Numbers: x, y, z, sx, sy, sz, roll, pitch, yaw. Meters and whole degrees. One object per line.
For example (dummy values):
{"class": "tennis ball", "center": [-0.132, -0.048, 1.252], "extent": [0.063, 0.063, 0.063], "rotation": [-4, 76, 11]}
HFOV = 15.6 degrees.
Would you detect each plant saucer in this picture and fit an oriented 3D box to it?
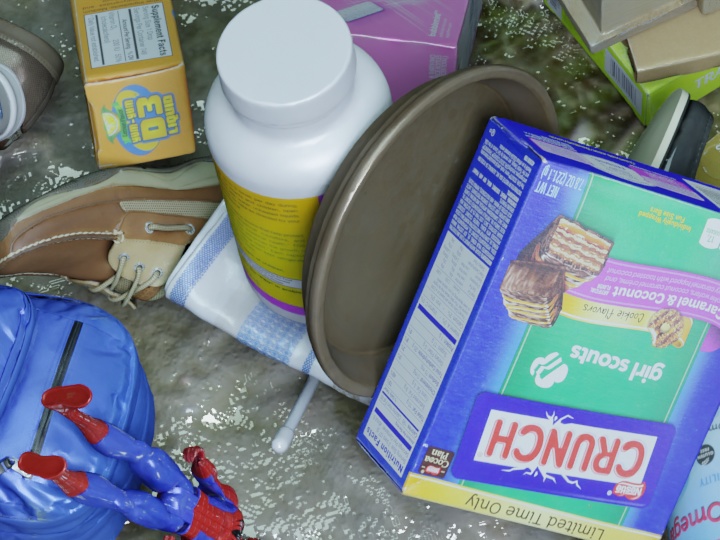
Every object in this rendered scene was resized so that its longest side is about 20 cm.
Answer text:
{"class": "plant saucer", "center": [0.036, -0.024, 1.439], "extent": [0.029, 0.200, 0.200], "rotation": [31, 66, 33]}

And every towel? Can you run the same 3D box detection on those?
{"class": "towel", "center": [0.000, 0.000, 1.548], "extent": [0.199, 0.024, 0.147], "rotation": [27, 66, 18]}

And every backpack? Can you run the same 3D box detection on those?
{"class": "backpack", "center": [-0.224, 0.085, 1.512], "extent": [0.199, 0.168, 0.163], "rotation": [14, 69, 6]}

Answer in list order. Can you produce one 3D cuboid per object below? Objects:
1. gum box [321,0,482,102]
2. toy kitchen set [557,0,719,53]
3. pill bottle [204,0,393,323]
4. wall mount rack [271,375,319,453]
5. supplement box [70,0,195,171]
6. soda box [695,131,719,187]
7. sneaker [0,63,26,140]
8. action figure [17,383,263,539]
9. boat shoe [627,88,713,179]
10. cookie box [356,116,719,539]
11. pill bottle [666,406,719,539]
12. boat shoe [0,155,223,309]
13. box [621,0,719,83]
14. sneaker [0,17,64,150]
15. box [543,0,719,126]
{"class": "gum box", "center": [0.014, -0.159, 1.643], "extent": [0.113, 0.066, 0.200], "rotation": [6, 31, 6]}
{"class": "toy kitchen set", "center": [0.191, -0.277, 1.610], "extent": [0.199, 0.163, 0.181], "rotation": [-24, 62, -9]}
{"class": "pill bottle", "center": [-0.029, -0.061, 1.453], "extent": [0.104, 0.200, 0.105], "rotation": [-4, 57, 6]}
{"class": "wall mount rack", "center": [0.027, 0.051, 1.568], "extent": [0.199, 0.075, 0.175], "rotation": [8, 64, 9]}
{"class": "supplement box", "center": [-0.145, -0.142, 1.641], "extent": [0.068, 0.067, 0.200], "rotation": [-8, 35, -2]}
{"class": "soda box", "center": [0.261, 0.013, 1.582], "extent": [0.068, 0.064, 0.200], "rotation": [-38, 65, -16]}
{"class": "sneaker", "center": [-0.312, -0.089, 1.631], "extent": [0.199, 0.082, 0.075], "rotation": [-17, 96, 12]}
{"class": "action figure", "center": [-0.108, 0.129, 1.472], "extent": [0.051, 0.200, 0.066], "rotation": [0, 66, 34]}
{"class": "boat shoe", "center": [0.168, -0.007, 1.549], "extent": [0.063, 0.074, 0.202], "rotation": [22, 82, -6]}
{"class": "cookie box", "center": [0.117, 0.039, 1.441], "extent": [0.170, 0.201, 0.075], "rotation": [15, 16, -26]}
{"class": "pill bottle", "center": [0.228, 0.150, 1.484], "extent": [0.108, 0.109, 0.201], "rotation": [-5, 61, 0]}
{"class": "boat shoe", "center": [-0.136, -0.018, 1.578], "extent": [0.199, 0.076, 0.074], "rotation": [-14, 76, -42]}
{"class": "box", "center": [0.251, -0.209, 1.674], "extent": [0.199, 0.021, 0.164], "rotation": [-13, 61, -2]}
{"class": "sneaker", "center": [-0.293, -0.141, 1.691], "extent": [0.199, 0.071, 0.076], "rotation": [19, 69, 14]}
{"class": "box", "center": [0.234, -0.191, 1.706], "extent": [0.199, 0.048, 0.122], "rotation": [-30, 65, -12]}
